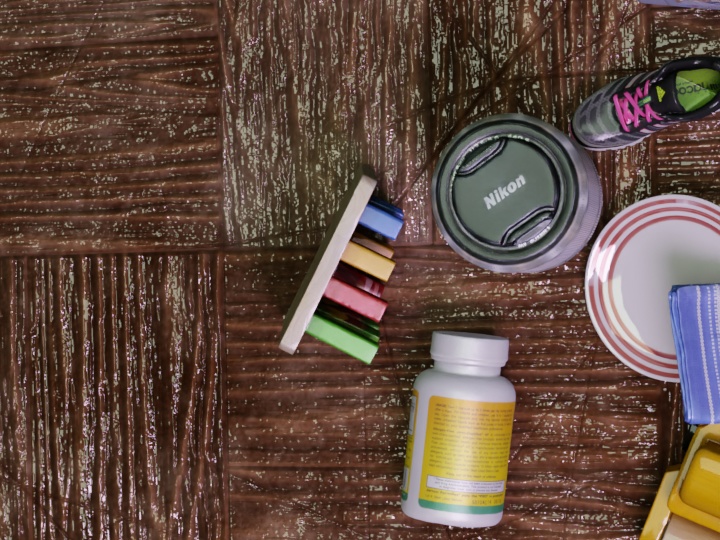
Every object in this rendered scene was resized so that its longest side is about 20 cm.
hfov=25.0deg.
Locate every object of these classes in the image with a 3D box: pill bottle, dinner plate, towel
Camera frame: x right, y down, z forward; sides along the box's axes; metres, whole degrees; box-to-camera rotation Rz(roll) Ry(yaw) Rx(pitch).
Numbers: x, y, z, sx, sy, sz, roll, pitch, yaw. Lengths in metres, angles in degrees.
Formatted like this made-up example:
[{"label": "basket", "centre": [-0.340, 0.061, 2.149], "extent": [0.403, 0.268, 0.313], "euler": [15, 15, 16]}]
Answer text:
[{"label": "pill bottle", "centre": [0.108, 0.169, 1.757], "extent": [0.113, 0.113, 0.200], "euler": [6, 91, 15]}, {"label": "dinner plate", "centre": [0.336, 0.019, 1.723], "extent": [0.200, 0.024, 0.201], "euler": [4, 98, 28]}, {"label": "towel", "centre": [0.414, 0.078, 1.640], "extent": [0.200, 0.024, 0.145], "euler": [-4, 78, -5]}]

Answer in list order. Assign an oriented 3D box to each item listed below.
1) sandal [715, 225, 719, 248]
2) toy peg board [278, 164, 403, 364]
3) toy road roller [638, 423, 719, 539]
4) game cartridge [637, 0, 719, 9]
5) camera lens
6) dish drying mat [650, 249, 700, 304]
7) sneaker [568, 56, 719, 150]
[{"label": "sandal", "centre": [0.431, -0.108, 1.698], "extent": [0.079, 0.059, 0.207], "euler": [22, 117, -22]}, {"label": "toy peg board", "centre": [0.000, 0.000, 1.755], "extent": [0.098, 0.200, 0.199], "euler": [26, 96, -4]}, {"label": "toy road roller", "centre": [0.367, 0.237, 1.665], "extent": [0.123, 0.146, 0.200], "euler": [22, 100, 14]}, {"label": "game cartridge", "centre": [0.375, -0.292, 1.678], "extent": [0.200, 0.133, 0.042], "euler": [7, 91, 16]}, {"label": "camera lens", "centre": [0.167, -0.078, 1.697], "extent": [0.160, 0.200, 0.160], "euler": [0, 90, 15]}, {"label": "dish drying mat", "centre": [0.385, 0.066, 1.733], "extent": [0.077, 0.018, 0.200], "euler": [-26, 83, 12]}, {"label": "sneaker", "centre": [0.313, -0.182, 1.717], "extent": [0.200, 0.087, 0.074], "euler": [-16, 86, 14]}]
